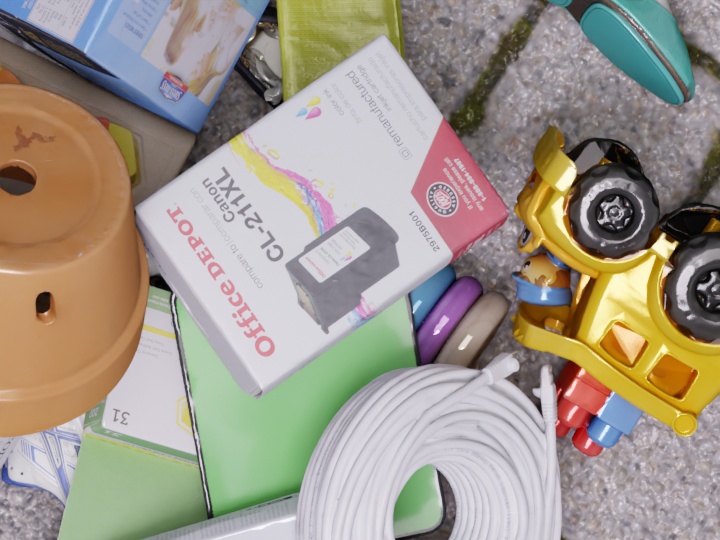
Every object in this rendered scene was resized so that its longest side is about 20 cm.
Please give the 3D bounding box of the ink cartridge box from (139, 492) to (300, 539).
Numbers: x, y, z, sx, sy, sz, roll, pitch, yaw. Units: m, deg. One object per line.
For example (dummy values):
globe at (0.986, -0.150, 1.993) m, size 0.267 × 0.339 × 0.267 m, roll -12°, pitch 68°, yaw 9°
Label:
ink cartridge box at (-0.098, 0.265, 1.659) m, size 0.199 × 0.041 × 0.201 m, roll -16°, pitch 107°, yaw -2°

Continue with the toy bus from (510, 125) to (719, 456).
toy bus at (0.167, 0.025, 1.691) m, size 0.199 × 0.136 × 0.192 m, roll 34°, pitch 103°, yaw -6°

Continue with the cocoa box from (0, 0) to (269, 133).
cocoa box at (-0.158, -0.192, 1.605) m, size 0.131 × 0.200 × 0.134 m, roll 27°, pitch 88°, yaw 21°

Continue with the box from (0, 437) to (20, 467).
box at (-0.344, 0.089, 1.647) m, size 0.200 × 0.131 × 0.199 m, roll 36°, pitch 100°, yaw 14°

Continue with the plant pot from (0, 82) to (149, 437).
plant pot at (-0.219, -0.018, 1.522) m, size 0.199 × 0.140 × 0.201 m, roll 8°, pitch 56°, yaw -11°

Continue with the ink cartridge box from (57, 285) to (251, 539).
ink cartridge box at (-0.116, 0.124, 1.679) m, size 0.145 × 0.048 × 0.201 m, roll 18°, pitch 71°, yaw -22°

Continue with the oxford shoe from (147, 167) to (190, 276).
oxford shoe at (-0.183, -0.011, 1.693) m, size 0.199 × 0.058 × 0.075 m, roll -20°, pitch 59°, yaw -24°

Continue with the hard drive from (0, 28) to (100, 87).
hard drive at (-0.191, -0.151, 1.735) m, size 0.139 × 0.033 × 0.201 m, roll 33°, pitch 89°, yaw 0°

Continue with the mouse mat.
mouse mat at (-0.034, 0.091, 1.664) m, size 0.160 × 0.008 × 0.201 m, roll -10°, pitch 95°, yaw -8°

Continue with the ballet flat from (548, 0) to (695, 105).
ballet flat at (0.165, -0.199, 1.726) m, size 0.200 × 0.067 × 0.071 m, roll 37°, pitch 75°, yaw -2°

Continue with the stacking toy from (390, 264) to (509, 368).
stacking toy at (0.000, 0.000, 1.717) m, size 0.200 × 0.085 × 0.086 m, roll 35°, pitch 89°, yaw 6°

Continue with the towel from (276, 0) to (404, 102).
towel at (-0.010, -0.117, 1.676) m, size 0.085 × 0.018 × 0.201 m, roll -4°, pitch 85°, yaw -7°

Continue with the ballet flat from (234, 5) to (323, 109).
ballet flat at (-0.014, -0.110, 1.719) m, size 0.200 × 0.073 × 0.073 m, roll 40°, pitch 89°, yaw 0°

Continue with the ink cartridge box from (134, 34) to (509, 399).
ink cartridge box at (-0.028, -0.032, 1.615) m, size 0.200 × 0.083 × 0.146 m, roll -36°, pitch 89°, yaw -9°

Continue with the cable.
cable at (0.045, 0.160, 1.630) m, size 0.199 × 0.069 × 0.201 m, roll -14°, pitch 103°, yaw -35°

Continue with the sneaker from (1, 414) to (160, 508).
sneaker at (-0.219, 0.104, 1.710) m, size 0.088 × 0.075 × 0.201 m, roll -34°, pitch 89°, yaw 0°

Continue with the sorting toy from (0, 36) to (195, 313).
sorting toy at (-0.226, -0.062, 1.650) m, size 0.184 × 0.037 × 0.201 m, roll 26°, pitch 58°, yaw 1°
